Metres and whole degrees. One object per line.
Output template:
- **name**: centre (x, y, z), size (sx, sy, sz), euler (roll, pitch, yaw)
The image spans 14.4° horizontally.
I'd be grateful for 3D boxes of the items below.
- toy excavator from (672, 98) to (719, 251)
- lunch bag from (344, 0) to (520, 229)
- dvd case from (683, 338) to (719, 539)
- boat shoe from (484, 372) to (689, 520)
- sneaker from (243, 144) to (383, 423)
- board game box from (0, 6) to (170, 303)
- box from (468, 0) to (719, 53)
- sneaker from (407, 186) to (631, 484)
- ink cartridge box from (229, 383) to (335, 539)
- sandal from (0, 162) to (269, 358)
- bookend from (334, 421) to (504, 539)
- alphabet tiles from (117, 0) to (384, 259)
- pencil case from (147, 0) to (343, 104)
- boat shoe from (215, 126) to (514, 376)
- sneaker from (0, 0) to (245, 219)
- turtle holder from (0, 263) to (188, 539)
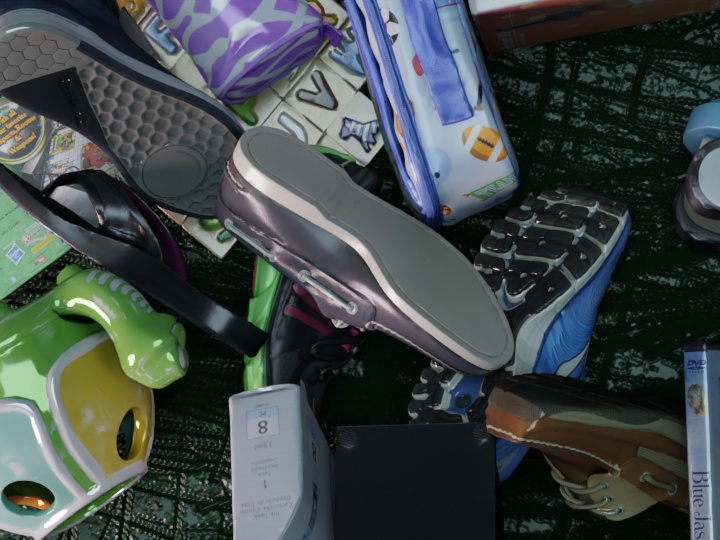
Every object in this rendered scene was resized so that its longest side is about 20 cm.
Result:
- **toy excavator**: centre (0.296, -0.093, 1.667), size (0.194, 0.100, 0.201), euler (19, 79, 5)
- **lunch bag**: centre (0.033, -0.128, 1.650), size (0.075, 0.160, 0.201), euler (-19, 86, 1)
- **dvd case**: centre (0.223, 0.142, 1.629), size (0.017, 0.142, 0.201), euler (-5, 85, 31)
- **boat shoe**: centre (0.148, 0.107, 1.621), size (0.076, 0.199, 0.074), euler (22, 97, 46)
- **sneaker**: centre (-0.024, 0.027, 1.691), size (0.083, 0.077, 0.201), euler (6, 92, 3)
- **board game box**: centre (-0.194, -0.060, 1.736), size (0.200, 0.023, 0.105), euler (-35, 86, 2)
- **box**: centre (0.156, -0.205, 1.653), size (0.199, 0.152, 0.107), euler (-11, 85, 5)
- **sneaker**: centre (0.101, 0.039, 1.685), size (0.078, 0.089, 0.200), euler (21, 70, 35)
- **ink cartridge box**: centre (-0.030, 0.189, 1.600), size (0.047, 0.160, 0.201), euler (-11, 54, 8)
- **sandal**: centre (-0.129, -0.017, 1.667), size (0.200, 0.075, 0.048), euler (32, 89, 19)
- **bookend**: centre (0.039, 0.216, 1.632), size (0.092, 0.199, 0.201), euler (-2, 65, 6)
- **alphabet tiles**: centre (-0.083, -0.113, 1.743), size (0.200, 0.006, 0.167), euler (40, 91, 7)
- **pencil case**: centre (-0.101, -0.197, 1.711), size (0.085, 0.084, 0.200), euler (-31, 84, -20)
- **boat shoe**: centre (0.000, 0.000, 1.637), size (0.200, 0.073, 0.063), euler (39, 126, 6)
- **sneaker**: centre (-0.144, -0.125, 1.689), size (0.077, 0.146, 0.202), euler (-42, 124, 18)
- **turtle holder**: centre (-0.175, 0.073, 1.668), size (0.185, 0.141, 0.132), euler (-34, 82, 8)
